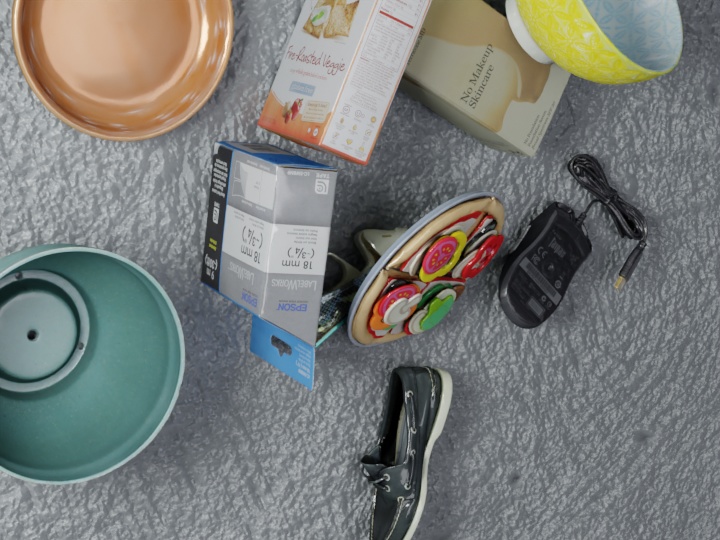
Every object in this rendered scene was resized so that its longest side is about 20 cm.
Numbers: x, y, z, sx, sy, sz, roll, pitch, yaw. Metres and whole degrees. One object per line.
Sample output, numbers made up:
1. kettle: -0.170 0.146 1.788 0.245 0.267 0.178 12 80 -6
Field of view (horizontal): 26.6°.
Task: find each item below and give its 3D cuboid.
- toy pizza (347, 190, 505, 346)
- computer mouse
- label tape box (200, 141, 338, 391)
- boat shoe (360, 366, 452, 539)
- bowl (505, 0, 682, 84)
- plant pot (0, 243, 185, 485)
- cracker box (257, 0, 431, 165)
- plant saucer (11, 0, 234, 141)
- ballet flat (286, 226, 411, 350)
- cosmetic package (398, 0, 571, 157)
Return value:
1. toy pizza: 0.070 0.006 1.461 0.200 0.032 0.200 -36 157 -18
2. computer mouse: 0.219 -0.009 1.600 0.140 0.046 0.201 40 71 -25
3. label tape box: -0.088 -0.006 1.376 0.063 0.144 0.201 1 101 -28
4. boat shoe: 0.033 0.190 1.530 0.066 0.074 0.200 17 93 -28
5. bowl: 0.201 -0.252 1.426 0.200 0.107 0.201 28 49 -38
6. plant pot: -0.267 0.066 1.304 0.199 0.134 0.202 -7 105 -27
7. cracker box: -0.010 -0.206 1.376 0.057 0.134 0.201 21 91 -31
8. plant saucer: -0.207 -0.214 1.325 0.199 0.037 0.201 -8 106 -27
9. ballet flat: 0.000 0.000 1.474 0.200 0.074 0.074 -38 117 -19
10. cosmetic package: 0.101 -0.198 1.458 0.199 0.071 0.106 26 86 -38
